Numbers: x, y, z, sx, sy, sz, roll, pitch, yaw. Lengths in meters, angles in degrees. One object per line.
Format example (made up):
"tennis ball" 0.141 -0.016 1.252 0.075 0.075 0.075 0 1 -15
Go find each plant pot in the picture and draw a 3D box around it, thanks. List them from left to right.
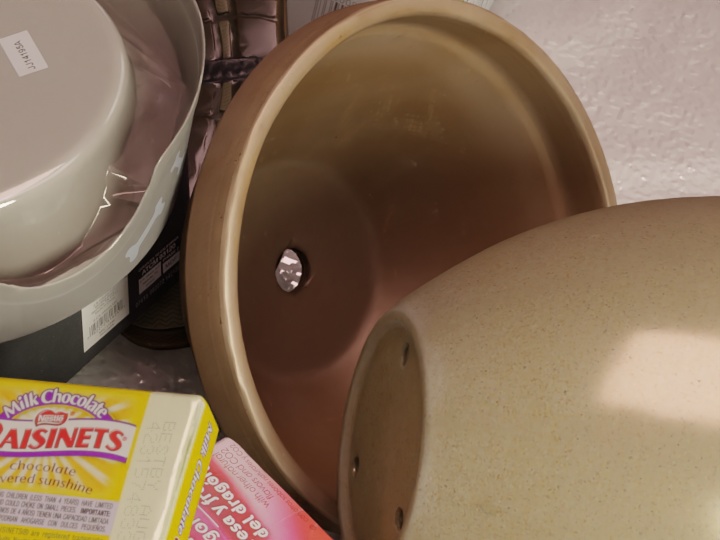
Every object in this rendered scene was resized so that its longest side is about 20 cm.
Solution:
"plant pot" 0.000 0.000 1.021 0.200 0.202 0.092 -29 18 -36
"plant pot" 0.069 0.066 0.914 0.133 0.201 0.201 8 44 -18

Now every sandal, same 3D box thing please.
"sandal" -0.063 -0.054 1.109 0.081 0.055 0.201 -4 59 6

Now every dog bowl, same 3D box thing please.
"dog bowl" -0.152 -0.053 0.965 0.198 0.059 0.201 0 47 0

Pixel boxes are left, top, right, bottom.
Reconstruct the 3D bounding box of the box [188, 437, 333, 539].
"box" -0.022 0.166 0.876 0.095 0.100 0.200 -27 59 -35

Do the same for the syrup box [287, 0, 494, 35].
"syrup box" 0.030 -0.157 1.222 0.078 0.082 0.201 23 46 7

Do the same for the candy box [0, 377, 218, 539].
"candy box" -0.152 0.080 0.861 0.198 0.026 0.103 5 57 17

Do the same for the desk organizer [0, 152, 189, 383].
"desk organizer" -0.154 0.015 0.988 0.077 0.072 0.200 30 54 23
